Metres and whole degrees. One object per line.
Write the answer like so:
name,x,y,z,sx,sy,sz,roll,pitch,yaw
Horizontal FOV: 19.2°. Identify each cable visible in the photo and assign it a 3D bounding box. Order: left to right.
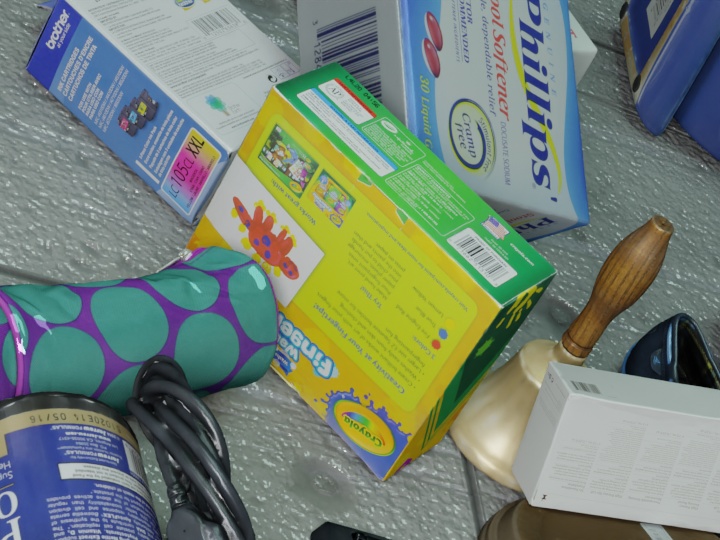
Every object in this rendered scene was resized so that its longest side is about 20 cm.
cable,-0.073,0.139,1.120,0.163,0.050,0.201,66,2,-75

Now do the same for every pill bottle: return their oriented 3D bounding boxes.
pill bottle,-0.147,0.169,1.067,0.111,0.112,0.201,9,41,-30

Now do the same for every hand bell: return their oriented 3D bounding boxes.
hand bell,0.145,0.042,1.370,0.104,0.200,0.105,21,36,-17

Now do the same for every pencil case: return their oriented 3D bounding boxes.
pencil case,-0.146,0.038,1.246,0.199,0.085,0.093,-9,69,-44

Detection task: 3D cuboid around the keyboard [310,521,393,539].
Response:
keyboard,0.015,0.220,1.198,0.103,0.040,0.201,14,39,-26

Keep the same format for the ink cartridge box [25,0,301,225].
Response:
ink cartridge box,-0.134,-0.139,1.472,0.200,0.076,0.136,44,36,12

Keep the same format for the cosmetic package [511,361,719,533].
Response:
cosmetic package,0.203,0.118,1.361,0.198,0.083,0.051,11,20,-19

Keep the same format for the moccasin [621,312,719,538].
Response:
moccasin,0.235,0.115,1.467,0.080,0.068,0.201,4,46,-35

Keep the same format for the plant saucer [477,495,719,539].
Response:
plant saucer,0.169,0.189,1.311,0.199,0.030,0.200,15,21,-6

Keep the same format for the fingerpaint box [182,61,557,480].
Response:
fingerpaint box,0.000,0.000,1.334,0.200,0.167,0.073,44,38,16

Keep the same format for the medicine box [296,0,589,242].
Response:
medicine box,0.058,-0.122,1.486,0.199,0.102,0.184,11,70,-47

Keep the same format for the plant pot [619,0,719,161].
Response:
plant pot,0.335,-0.211,1.827,0.179,0.201,0.201,17,39,-13

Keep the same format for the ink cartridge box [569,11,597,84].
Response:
ink cartridge box,0.068,-0.198,1.694,0.199,0.084,0.146,0,47,-38
